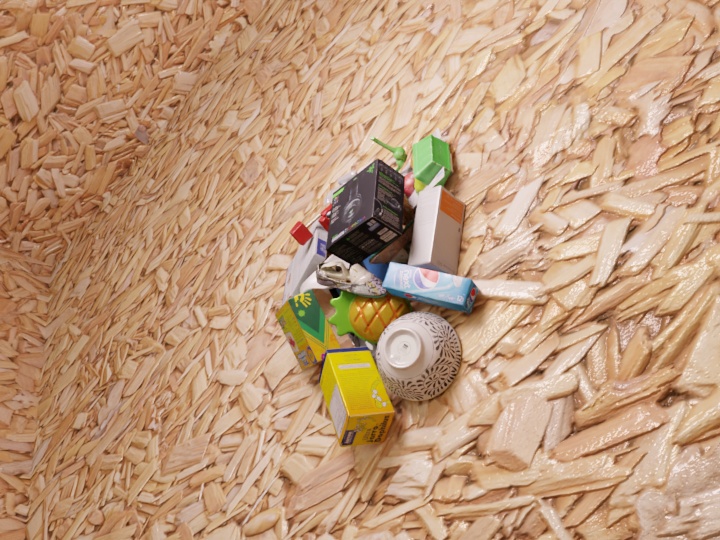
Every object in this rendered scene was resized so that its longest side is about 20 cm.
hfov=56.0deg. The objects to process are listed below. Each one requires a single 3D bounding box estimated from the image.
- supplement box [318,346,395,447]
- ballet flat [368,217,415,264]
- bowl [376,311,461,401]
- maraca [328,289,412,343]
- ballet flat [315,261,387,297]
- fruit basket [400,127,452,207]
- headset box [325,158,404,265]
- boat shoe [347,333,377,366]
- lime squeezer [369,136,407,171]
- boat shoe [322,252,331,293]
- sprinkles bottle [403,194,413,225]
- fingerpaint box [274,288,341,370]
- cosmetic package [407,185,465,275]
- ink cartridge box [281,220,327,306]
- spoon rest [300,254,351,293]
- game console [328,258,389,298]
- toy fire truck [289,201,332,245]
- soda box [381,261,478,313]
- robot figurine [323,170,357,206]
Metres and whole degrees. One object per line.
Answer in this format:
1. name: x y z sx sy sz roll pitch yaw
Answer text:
1. supplement box: -0.013 0.284 1.542 0.200 0.109 0.109 -114 30 -46
2. ballet flat: 0.103 -0.059 1.630 0.200 0.067 0.068 -41 -1 -31
3. bowl: 0.107 0.175 1.464 0.201 0.094 0.201 -9 69 25
4. maraca: 0.024 0.104 1.607 0.200 0.107 0.137 4 77 8
5. ballet flat: -0.027 0.015 1.596 0.200 0.072 0.072 11 75 33
6. fruit basket: 0.156 -0.240 1.742 0.200 0.094 0.185 126 155 -44
7. headset box: 0.013 -0.142 1.604 0.174 0.093 0.200 -33 39 40
8. boat shoe: -0.001 0.156 1.670 0.072 0.068 0.200 -47 40 18
9. lime squeezer: 0.089 -0.290 1.765 0.071 0.200 0.038 -8 69 17
10. boat shoe: -0.106 0.009 1.886 0.069 0.071 0.200 -48 30 21
11. sprinkles bottle: 0.076 -0.191 1.710 0.068 0.068 0.200 -45 35 19
12. fingerpaint box: -0.132 0.152 1.691 0.167 0.073 0.200 63 160 6
13. cosmetic package: 0.180 -0.085 1.589 0.071 0.101 0.200 -12 60 44
14. ink cartridge box: -0.148 -0.021 1.850 0.200 0.041 0.200 -56 19 31
15. spoon rest: -0.092 0.025 1.719 0.200 0.061 0.099 -42 43 34
16. game console: 0.000 0.000 1.719 0.171 0.118 0.200 -19 40 -11
17. toy fire truck: -0.082 -0.148 1.767 0.200 0.049 0.141 -48 26 -15
18. soda box: 0.155 0.037 1.511 0.200 0.068 0.064 12 76 28
19. robot figurine: -0.022 -0.188 1.873 0.200 0.113 0.170 -21 72 39
